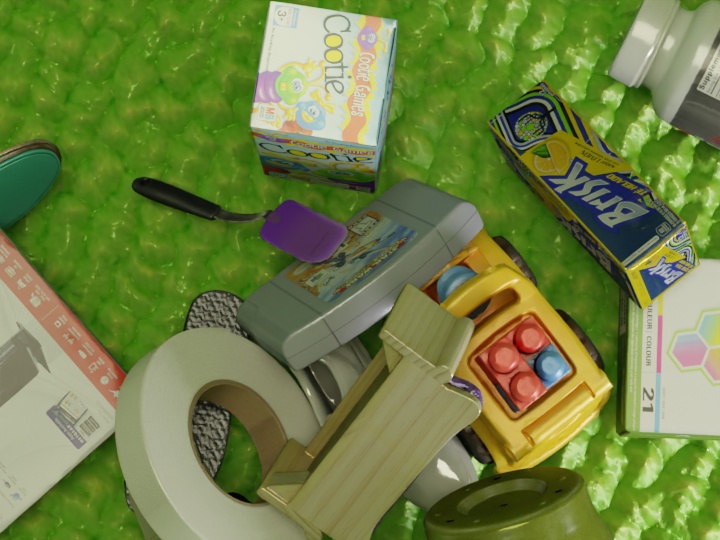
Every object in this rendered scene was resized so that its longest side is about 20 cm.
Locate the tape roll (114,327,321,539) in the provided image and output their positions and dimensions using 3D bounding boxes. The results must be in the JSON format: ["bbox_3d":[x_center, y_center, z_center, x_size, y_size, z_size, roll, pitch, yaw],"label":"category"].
[{"bbox_3d":[-0.107,0.143,1.468,0.037,0.202,0.204,-31,82,38],"label":"tape roll"}]

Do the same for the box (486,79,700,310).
[{"bbox_3d":[0.190,-0.064,1.512,0.064,0.070,0.200,-38,54,-3],"label":"box"}]

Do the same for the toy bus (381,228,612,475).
[{"bbox_3d":[0.108,0.057,1.482,0.135,0.192,0.201,-37,82,-3],"label":"toy bus"}]

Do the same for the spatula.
[{"bbox_3d":[-0.108,-0.048,1.553,0.198,0.021,0.057,15,45,23],"label":"spatula"}]

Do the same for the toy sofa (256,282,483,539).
[{"bbox_3d":[0.015,0.118,1.413,0.097,0.083,0.200,35,119,-2],"label":"toy sofa"}]

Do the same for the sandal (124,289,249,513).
[{"bbox_3d":[-0.140,0.117,1.554,0.076,0.043,0.202,23,76,-5],"label":"sandal"}]

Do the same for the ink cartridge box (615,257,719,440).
[{"bbox_3d":[0.317,0.067,1.536,0.198,0.076,0.149,2,83,2],"label":"ink cartridge box"}]

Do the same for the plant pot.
[{"bbox_3d":[0.134,0.263,1.424,0.199,0.200,0.195,-16,100,-2],"label":"plant pot"}]

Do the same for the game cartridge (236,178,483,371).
[{"bbox_3d":[0.000,0.000,1.511,0.199,0.133,0.042,-38,110,-12],"label":"game cartridge"}]

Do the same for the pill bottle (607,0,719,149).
[{"bbox_3d":[0.314,-0.158,1.547,0.199,0.111,0.111,27,84,4],"label":"pill bottle"}]

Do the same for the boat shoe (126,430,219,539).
[{"bbox_3d":[-0.140,0.194,1.489,0.062,0.071,0.202,0,71,-44],"label":"boat shoe"}]

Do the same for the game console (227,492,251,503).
[{"bbox_3d":[-0.089,0.321,1.535,0.176,0.116,0.201,39,84,-25],"label":"game console"}]

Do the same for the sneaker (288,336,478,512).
[{"bbox_3d":[0.009,0.133,1.515,0.200,0.088,0.075,45,111,10],"label":"sneaker"}]

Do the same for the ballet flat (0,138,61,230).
[{"bbox_3d":[-0.341,-0.050,1.561,0.200,0.068,0.067,-42,44,-4],"label":"ballet flat"}]

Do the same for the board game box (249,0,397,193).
[{"bbox_3d":[-0.028,-0.138,1.501,0.102,0.200,0.106,9,82,1],"label":"board game box"}]

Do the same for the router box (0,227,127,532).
[{"bbox_3d":[-0.306,0.092,1.527,0.179,0.049,0.200,-42,99,-5],"label":"router box"}]
